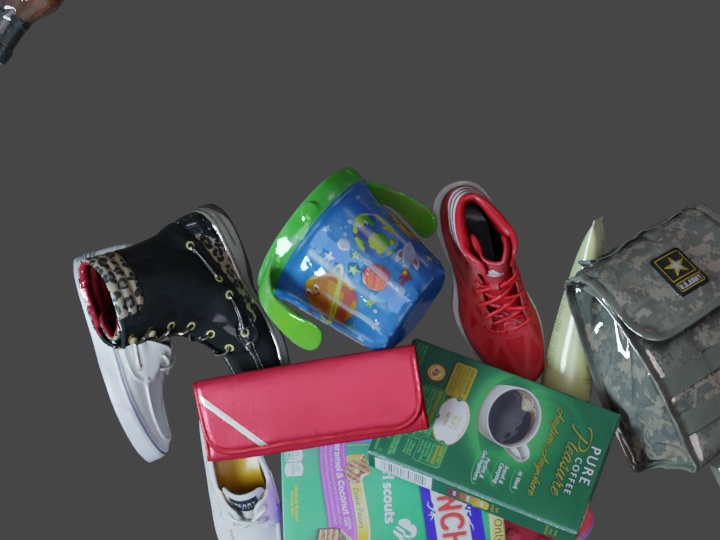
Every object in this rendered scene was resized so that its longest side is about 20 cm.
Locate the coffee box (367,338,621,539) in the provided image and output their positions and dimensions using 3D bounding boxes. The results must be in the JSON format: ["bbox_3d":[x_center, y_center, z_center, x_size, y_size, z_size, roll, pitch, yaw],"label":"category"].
[{"bbox_3d":[0.118,0.151,1.475,0.199,0.044,0.123,19,65,10],"label":"coffee box"}]

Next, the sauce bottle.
[{"bbox_3d":[-0.279,-0.276,1.487,0.066,0.066,0.200,37,92,-5],"label":"sauce bottle"}]

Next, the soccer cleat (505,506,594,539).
[{"bbox_3d":[0.132,0.281,1.567,0.199,0.067,0.077,-30,136,-7],"label":"soccer cleat"}]

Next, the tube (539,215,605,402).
[{"bbox_3d":[0.201,0.050,1.530,0.052,0.058,0.201,6,97,-28],"label":"tube"}]

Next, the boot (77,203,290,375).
[{"bbox_3d":[-0.156,0.055,1.486,0.153,0.073,0.205,-22,91,-39],"label":"boot"}]

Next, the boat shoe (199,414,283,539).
[{"bbox_3d":[-0.107,0.209,1.541,0.070,0.070,0.201,-11,97,0],"label":"boat shoe"}]

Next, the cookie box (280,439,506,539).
[{"bbox_3d":[0.029,0.218,1.509,0.199,0.075,0.172,-2,65,-2],"label":"cookie box"}]

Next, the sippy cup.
[{"bbox_3d":[0.000,0.000,1.475,0.130,0.140,0.178,37,84,10],"label":"sippy cup"}]

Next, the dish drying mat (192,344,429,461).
[{"bbox_3d":[-0.044,0.117,1.452,0.199,0.018,0.077,-9,95,8],"label":"dish drying mat"}]

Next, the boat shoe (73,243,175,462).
[{"bbox_3d":[-0.202,0.074,1.528,0.065,0.072,0.201,-18,88,5],"label":"boat shoe"}]

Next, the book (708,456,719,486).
[{"bbox_3d":[0.434,0.239,1.574,0.133,0.048,0.201,-29,94,-2],"label":"book"}]

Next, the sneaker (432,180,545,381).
[{"bbox_3d":[0.118,0.020,1.503,0.078,0.116,0.201,-25,97,1],"label":"sneaker"}]

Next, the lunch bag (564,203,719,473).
[{"bbox_3d":[0.288,0.054,1.489,0.164,0.117,0.201,-29,96,-26],"label":"lunch bag"}]
